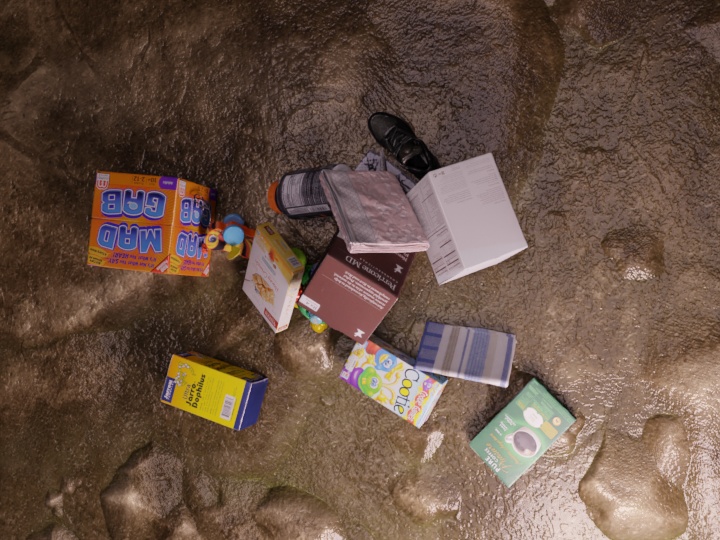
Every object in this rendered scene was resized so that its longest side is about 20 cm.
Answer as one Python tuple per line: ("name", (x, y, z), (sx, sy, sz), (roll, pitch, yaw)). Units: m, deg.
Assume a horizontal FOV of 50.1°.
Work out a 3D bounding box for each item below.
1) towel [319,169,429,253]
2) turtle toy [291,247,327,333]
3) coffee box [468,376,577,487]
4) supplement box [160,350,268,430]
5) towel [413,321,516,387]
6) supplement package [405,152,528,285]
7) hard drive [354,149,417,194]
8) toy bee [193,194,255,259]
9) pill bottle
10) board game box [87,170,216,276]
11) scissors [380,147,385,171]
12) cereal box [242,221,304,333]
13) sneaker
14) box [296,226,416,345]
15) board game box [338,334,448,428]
("towel", (0.028, -0.122, 1.538), (0.032, 0.188, 0.202), (-53, 50, 43))
("turtle toy", (-0.101, 0.034, 1.672), (0.146, 0.101, 0.200), (-45, 79, 8))
("coffee box", (0.332, 0.332, 1.589), (0.123, 0.044, 0.200), (43, 97, 11))
("supplement box", (-0.323, 0.264, 1.711), (0.196, 0.109, 0.112), (17, 92, 13))
("towel", (0.218, 0.171, 1.585), (0.196, 0.148, 0.024), (8, 130, 13))
("supplement package", (0.209, -0.101, 1.555), (0.149, 0.151, 0.203), (-18, 83, -18))
("hard drive", (0.061, -0.151, 1.671), (0.199, 0.042, 0.136), (40, 97, 11))
("toy bee", (-0.302, -0.077, 1.714), (0.199, 0.131, 0.109), (38, 112, -5))
("pill bottle", (-0.109, -0.166, 1.660), (0.197, 0.105, 0.109), (-2, 87, 38))
("board game box", (-0.457, -0.099, 1.708), (0.196, 0.200, 0.204), (6, 89, 14))
("scissors", (0.057, -0.157, 1.645), (0.072, 0.014, 0.204), (11, 90, 15))
("cereal box", (-0.189, 0.017, 1.650), (0.144, 0.039, 0.202), (49, 140, 26))
("sneaker", (0.087, -0.273, 1.635), (0.076, 0.114, 0.200), (-43, 78, 6))
("box", (0.000, 0.000, 1.558), (0.164, 0.201, 0.165), (31, 132, -5))
("board game box", (0.070, 0.228, 1.623), (0.198, 0.105, 0.104), (30, 95, 13))
